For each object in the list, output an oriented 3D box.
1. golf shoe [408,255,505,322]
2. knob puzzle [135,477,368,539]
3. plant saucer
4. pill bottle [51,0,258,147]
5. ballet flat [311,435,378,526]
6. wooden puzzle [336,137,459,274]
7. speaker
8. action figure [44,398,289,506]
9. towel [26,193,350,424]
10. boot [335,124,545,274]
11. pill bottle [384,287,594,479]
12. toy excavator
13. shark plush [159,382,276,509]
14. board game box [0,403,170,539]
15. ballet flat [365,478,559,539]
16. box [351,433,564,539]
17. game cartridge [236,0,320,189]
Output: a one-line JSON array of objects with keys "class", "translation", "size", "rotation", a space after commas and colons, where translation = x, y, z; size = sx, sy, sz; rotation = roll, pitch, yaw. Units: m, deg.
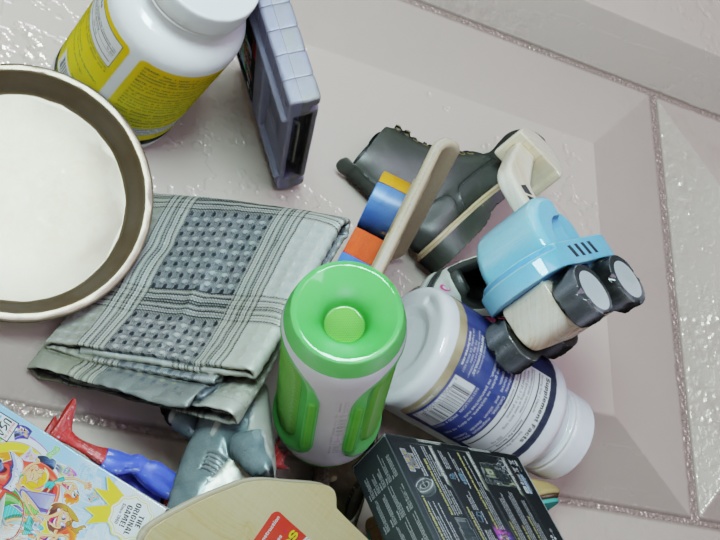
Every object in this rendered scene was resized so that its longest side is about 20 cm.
[{"class": "golf shoe", "translation": [0.138, 0.019, 1.157], "size": [0.200, 0.092, 0.073], "rotation": [-12, 70, -38]}, {"class": "knob puzzle", "translation": [-0.083, 0.224, 0.838], "size": [0.219, 0.030, 0.220], "rotation": [-6, 100, -36]}, {"class": "plant saucer", "translation": [-0.258, -0.057, 0.943], "size": [0.200, 0.029, 0.200], "rotation": [4, 77, -19]}, {"class": "pill bottle", "translation": [-0.160, -0.184, 0.981], "size": [0.112, 0.200, 0.113], "rotation": [14, 63, -29]}, {"class": "ballet flat", "translation": [-0.013, 0.159, 1.002], "size": [0.067, 0.046, 0.200], "rotation": [40, 38, -18]}, {"class": "wooden puzzle", "translation": [0.000, 0.000, 1.025], "size": [0.046, 0.185, 0.200], "rotation": [30, 55, 3]}, {"class": "speaker", "translation": [-0.018, 0.072, 0.874], "size": [0.088, 0.200, 0.089], "rotation": [3, 62, -5]}, {"class": "action figure", "translation": [-0.133, 0.146, 0.941], "size": [0.200, 0.065, 0.099], "rotation": [36, 53, -13]}, {"class": "towel", "translation": [-0.129, 0.017, 0.939], "size": [0.200, 0.192, 0.035], "rotation": [-62, 150, -34]}, {"class": "boot", "translation": [0.082, -0.109, 1.192], "size": [0.138, 0.077, 0.200], "rotation": [45, 51, -3]}, {"class": "pill bottle", "translation": [0.107, 0.105, 1.081], "size": [0.200, 0.111, 0.111], "rotation": [32, 55, -29]}, {"class": "toy excavator", "translation": [0.152, -0.032, 1.072], "size": [0.194, 0.100, 0.200], "rotation": [-12, 68, -55]}, {"class": "shark plush", "translation": [-0.108, 0.100, 0.902], "size": [0.083, 0.091, 0.200], "rotation": [-8, 69, -2]}, {"class": "board game box", "translation": [-0.232, 0.204, 0.798], "size": [0.134, 0.034, 0.200], "rotation": [31, 77, 3]}, {"class": "ballet flat", "translation": [0.089, 0.203, 1.064], "size": [0.200, 0.069, 0.063], "rotation": [-14, 64, -38]}, {"class": "box", "translation": [0.097, 0.220, 0.931], "size": [0.160, 0.044, 0.200], "rotation": [15, 36, -42]}, {"class": "game cartridge", "translation": [-0.072, -0.159, 1.036], "size": [0.038, 0.200, 0.130], "rotation": [-19, 78, -11]}]
